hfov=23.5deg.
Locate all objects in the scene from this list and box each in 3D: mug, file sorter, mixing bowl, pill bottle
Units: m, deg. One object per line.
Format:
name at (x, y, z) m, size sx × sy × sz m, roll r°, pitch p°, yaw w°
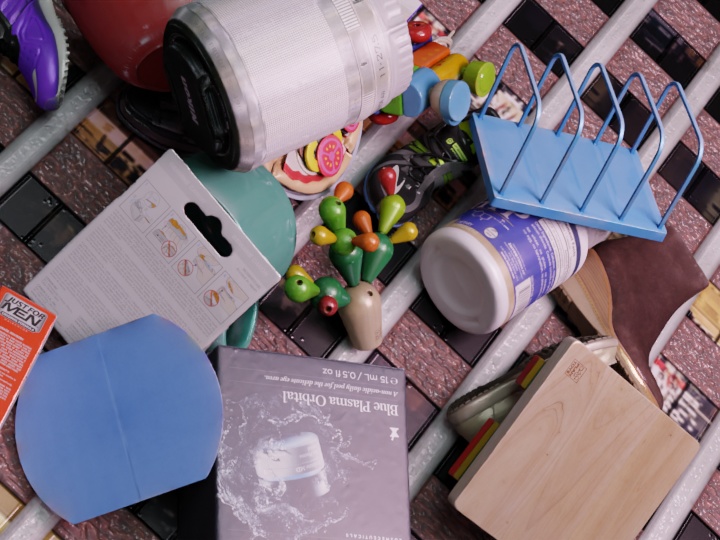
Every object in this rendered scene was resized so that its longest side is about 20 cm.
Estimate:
mug at (-0.142, -0.026, 1.672) m, size 0.151 × 0.186 × 0.114 m, roll 34°, pitch 37°, yaw 13°
file sorter at (0.234, -0.136, 1.779) m, size 0.198 × 0.123 × 0.140 m, roll 11°, pitch 40°, yaw -19°
mixing bowl at (-0.187, -0.247, 1.700) m, size 0.198 × 0.200 × 0.109 m, roll -6°, pitch 66°, yaw -27°
pill bottle at (0.169, -0.029, 1.826) m, size 0.199 × 0.120 × 0.120 m, roll -32°, pitch 84°, yaw -34°

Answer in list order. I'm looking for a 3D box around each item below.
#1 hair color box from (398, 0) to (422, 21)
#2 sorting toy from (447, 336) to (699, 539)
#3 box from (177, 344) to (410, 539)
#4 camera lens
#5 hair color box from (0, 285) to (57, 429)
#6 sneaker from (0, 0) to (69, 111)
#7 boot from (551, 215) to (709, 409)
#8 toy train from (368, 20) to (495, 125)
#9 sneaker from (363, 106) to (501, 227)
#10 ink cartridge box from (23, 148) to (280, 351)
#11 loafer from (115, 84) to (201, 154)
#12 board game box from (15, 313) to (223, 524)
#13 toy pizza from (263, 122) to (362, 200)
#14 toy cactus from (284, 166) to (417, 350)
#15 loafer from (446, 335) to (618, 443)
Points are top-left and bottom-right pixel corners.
hair color box at (-0.034, -0.255, 1.863) m, size 0.109 × 0.065 × 0.200 m, roll 42°, pitch 59°, yaw -4°
sorting toy at (0.204, 0.193, 1.731) m, size 0.198 × 0.070 × 0.201 m, roll 38°, pitch 87°, yaw -26°
box at (-0.062, 0.190, 1.622) m, size 0.195 × 0.117 × 0.202 m, roll 8°, pitch 66°, yaw -22°
camera lens at (-0.071, -0.194, 1.594) m, size 0.199 × 0.160 × 0.161 m, roll -26°, pitch 80°, yaw -20°
hair color box at (-0.344, 0.124, 1.525) m, size 0.061 × 0.102 × 0.201 m, roll 29°, pitch 58°, yaw -11°
sneaker at (-0.350, -0.243, 1.710) m, size 0.098 × 0.070 × 0.202 m, roll -9°, pitch 68°, yaw -21°
boot at (0.317, 0.048, 1.880) m, size 0.165 × 0.072 × 0.201 m, roll -25°, pitch 72°, yaw -20°
toy train at (0.097, -0.219, 1.866) m, size 0.115 × 0.085 × 0.200 m, roll 17°, pitch 35°, yaw 30°
sneaker at (0.077, -0.119, 1.843) m, size 0.199 × 0.083 × 0.071 m, roll -39°, pitch 89°, yaw -32°
ink cartridge box at (-0.191, 0.010, 1.609) m, size 0.200 × 0.050 × 0.162 m, roll -42°, pitch 88°, yaw 10°
loafer at (-0.148, -0.149, 1.761) m, size 0.198 × 0.063 × 0.073 m, roll 23°, pitch 60°, yaw -15°
board game box at (-0.216, 0.135, 1.578) m, size 0.198 × 0.039 × 0.160 m, roll -20°, pitch 76°, yaw 8°
toy pizza at (-0.054, -0.172, 1.736) m, size 0.199 × 0.031 × 0.203 m, roll 3°, pitch 86°, yaw -51°
toy cactus at (0.000, 0.000, 1.723) m, size 0.200 × 0.101 × 0.167 m, roll -53°, pitch 137°, yaw -52°
loafer at (0.183, 0.128, 1.787) m, size 0.198 × 0.076 × 0.069 m, roll -26°, pitch 96°, yaw -12°
